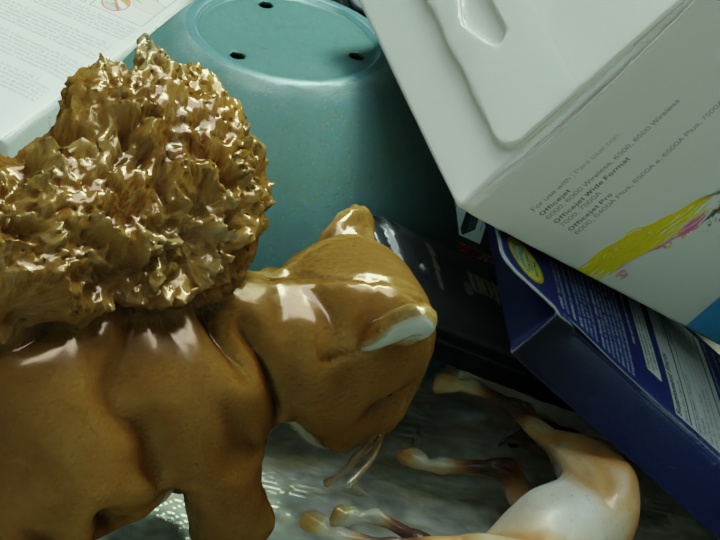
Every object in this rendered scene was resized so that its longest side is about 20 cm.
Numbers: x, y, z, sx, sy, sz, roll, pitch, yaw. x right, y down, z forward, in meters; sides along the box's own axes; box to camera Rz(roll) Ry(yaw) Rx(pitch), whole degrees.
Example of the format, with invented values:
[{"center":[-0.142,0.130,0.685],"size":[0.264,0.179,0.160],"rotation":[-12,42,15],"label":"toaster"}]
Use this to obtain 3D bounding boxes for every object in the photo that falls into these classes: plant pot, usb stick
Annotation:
[{"center":[-0.043,-0.046,1.219],"size":[0.199,0.135,0.200],"rotation":[9,30,-5],"label":"plant pot"},{"center":[0.058,0.023,1.194],"size":[0.200,0.032,0.056],"rotation":[22,52,-51],"label":"usb stick"}]

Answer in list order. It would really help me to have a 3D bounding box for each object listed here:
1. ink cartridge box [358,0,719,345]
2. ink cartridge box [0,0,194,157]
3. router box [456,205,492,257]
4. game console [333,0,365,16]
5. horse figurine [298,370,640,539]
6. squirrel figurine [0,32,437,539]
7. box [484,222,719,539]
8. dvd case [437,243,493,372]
[{"center":[0.126,-0.088,1.169],"size":[0.199,0.145,0.148],"rotation":[24,31,-44],"label":"ink cartridge box"},{"center":[-0.185,-0.122,1.396],"size":[0.160,0.050,0.200],"rotation":[25,39,21],"label":"ink cartridge box"},{"center":[0.128,-0.041,1.378],"size":[0.157,0.053,0.200],"rotation":[25,23,16],"label":"router box"},{"center":[-0.069,-0.163,1.475],"size":[0.199,0.174,0.119],"rotation":[9,-4,-8],"label":"game console"},{"center":[0.063,0.104,1.127],"size":[0.132,0.050,0.200],"rotation":[23,30,18],"label":"horse figurine"},{"center":[-0.066,0.018,1.045],"size":[0.186,0.201,0.142],"rotation":[-18,28,-5],"label":"squirrel figurine"},{"center":[0.112,0.035,1.182],"size":[0.200,0.032,0.121],"rotation":[43,19,-23],"label":"box"},{"center":[0.000,0.000,1.316],"size":[0.146,0.022,0.200],"rotation":[29,31,26],"label":"dvd case"}]
